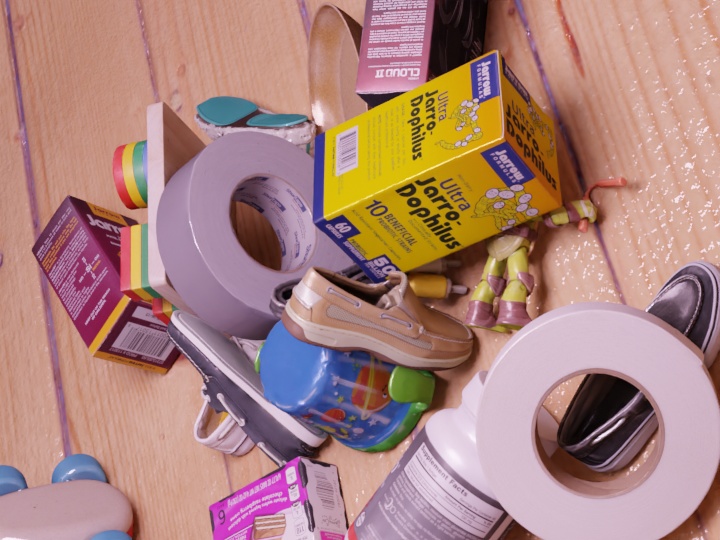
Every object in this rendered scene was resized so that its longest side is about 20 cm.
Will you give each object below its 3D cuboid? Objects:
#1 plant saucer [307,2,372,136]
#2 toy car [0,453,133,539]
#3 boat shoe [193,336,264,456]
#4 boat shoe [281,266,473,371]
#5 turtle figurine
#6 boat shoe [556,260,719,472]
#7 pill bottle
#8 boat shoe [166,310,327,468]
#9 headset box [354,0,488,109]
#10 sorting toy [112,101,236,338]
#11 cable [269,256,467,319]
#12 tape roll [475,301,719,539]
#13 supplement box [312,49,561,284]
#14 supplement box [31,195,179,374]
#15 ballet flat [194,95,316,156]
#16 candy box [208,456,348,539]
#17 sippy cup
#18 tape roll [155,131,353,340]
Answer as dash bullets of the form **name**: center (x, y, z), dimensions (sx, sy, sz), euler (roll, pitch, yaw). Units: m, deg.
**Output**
- **plant saucer**: center (-0.009, -0.172, 1.533), dimensions (0.200, 0.035, 0.203), euler (171, 90, -74)
- **toy car**: center (-0.340, 0.342, 1.680), dimensions (0.184, 0.175, 0.202), euler (-131, 40, -54)
- **boat shoe**: center (-0.116, 0.097, 1.576), dimensions (0.071, 0.069, 0.202), euler (35, 102, 44)
- **boat shoe**: center (0.028, 0.038, 1.365), dimensions (0.072, 0.198, 0.077), euler (49, 121, 48)
- **turtle figurine**: center (0.146, -0.027, 1.375), dimensions (0.198, 0.064, 0.163), euler (1, 77, 43)
- **boat shoe**: center (0.235, 0.079, 1.252), dimensions (0.072, 0.071, 0.202), euler (37, 101, 43)
- **pill bottle**: center (0.083, 0.195, 1.326), dimensions (0.201, 0.115, 0.116), euler (-54, 48, 14)
- **boat shoe**: center (-0.125, 0.123, 1.513), dimensions (0.200, 0.076, 0.060), euler (42, 105, 3)
- **headset box**: center (0.062, -0.221, 1.450), dimensions (0.076, 0.149, 0.203), euler (0, 75, 23)
- **sorting toy**: center (-0.198, -0.042, 1.601), dimensions (0.069, 0.200, 0.201), euler (-10, 68, 15)
- **cable**: center (0.000, 0.000, 1.431), dimensions (0.097, 0.198, 0.051), euler (58, 139, 41)
- **tape roll**: center (0.192, 0.127, 1.219), dimensions (0.200, 0.037, 0.206), euler (2, 101, 10)
- **supplement box**: center (0.066, -0.089, 1.356), dimensions (0.198, 0.109, 0.110), euler (-23, 46, 26)
- **supplement box**: center (-0.281, 0.016, 1.730), dimensions (0.086, 0.110, 0.200), euler (-53, 48, 16)
- **ballet flat**: center (-0.118, -0.145, 1.663), dimensions (0.199, 0.071, 0.073), euler (20, 90, 51)
- **candy box**: center (-0.071, 0.302, 1.474), dimensions (0.136, 0.061, 0.202), euler (-32, 57, 31)
- **sippy cup**: center (-0.023, 0.097, 1.448), dimensions (0.177, 0.130, 0.141), euler (-35, 54, 30)
- **tape roll**: center (-0.103, -0.036, 1.511), dimensions (0.066, 0.198, 0.203), euler (-32, 56, 46)
